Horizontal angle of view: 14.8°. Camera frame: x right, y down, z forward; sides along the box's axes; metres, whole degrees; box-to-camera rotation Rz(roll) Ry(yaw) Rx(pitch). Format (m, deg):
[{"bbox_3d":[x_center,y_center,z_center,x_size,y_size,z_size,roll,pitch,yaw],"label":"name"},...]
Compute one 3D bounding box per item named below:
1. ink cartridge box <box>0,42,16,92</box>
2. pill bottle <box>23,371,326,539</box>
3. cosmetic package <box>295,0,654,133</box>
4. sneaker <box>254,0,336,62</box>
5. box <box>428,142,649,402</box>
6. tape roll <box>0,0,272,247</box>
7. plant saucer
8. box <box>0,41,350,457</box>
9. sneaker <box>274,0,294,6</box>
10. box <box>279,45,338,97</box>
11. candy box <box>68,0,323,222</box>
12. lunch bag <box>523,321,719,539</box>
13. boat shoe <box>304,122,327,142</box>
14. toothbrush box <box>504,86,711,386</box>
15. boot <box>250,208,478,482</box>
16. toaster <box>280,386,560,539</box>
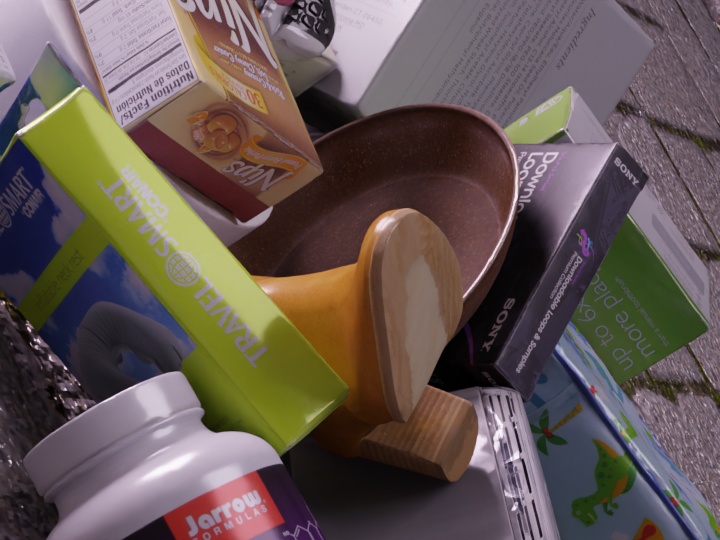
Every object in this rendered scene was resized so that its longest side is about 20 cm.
[{"bbox_3d":[-0.246,-0.160,1.219,0.136,0.076,0.200,24,38,-61],"label":"ink cartridge box"},{"bbox_3d":[-0.058,0.146,1.135,0.200,0.112,0.112,60,18,8],"label":"pill bottle"},{"bbox_3d":[0.041,-0.143,1.713,0.165,0.165,0.200,27,-8,44],"label":"cosmetic package"},{"bbox_3d":[-0.104,-0.173,1.524,0.200,0.081,0.075,33,49,1],"label":"sneaker"},{"bbox_3d":[0.040,-0.003,1.436,0.036,0.200,0.143,47,61,-34],"label":"box"},{"bbox_3d":[-0.131,-0.088,1.411,0.202,0.071,0.203,50,19,-24],"label":"tape roll"},{"bbox_3d":[0.000,0.000,1.401,0.037,0.200,0.201,53,17,-36],"label":"plant saucer"},{"bbox_3d":[-0.102,0.008,1.219,0.048,0.122,0.200,-39,87,-30],"label":"box"},{"bbox_3d":[-0.053,-0.207,1.462,0.095,0.079,0.200,29,23,-9],"label":"sneaker"},{"bbox_3d":[-0.103,-0.184,1.617,0.078,0.095,0.200,20,39,-60],"label":"box"},{"bbox_3d":[-0.097,-0.132,1.370,0.115,0.055,0.200,34,27,-54],"label":"candy box"},{"bbox_3d":[0.118,0.101,1.476,0.200,0.082,0.161,54,10,-11],"label":"lunch bag"},{"bbox_3d":[-0.048,-0.062,1.591,0.065,0.072,0.200,62,23,-1],"label":"boat shoe"},{"bbox_3d":[0.079,0.015,1.579,0.146,0.200,0.086,53,19,-13],"label":"toothbrush box"},{"bbox_3d":[-0.028,0.023,1.229,0.071,0.144,0.201,-61,157,-25],"label":"boot"},{"bbox_3d":[0.031,0.138,1.318,0.200,0.129,0.114,-102,176,-47],"label":"toaster"}]
